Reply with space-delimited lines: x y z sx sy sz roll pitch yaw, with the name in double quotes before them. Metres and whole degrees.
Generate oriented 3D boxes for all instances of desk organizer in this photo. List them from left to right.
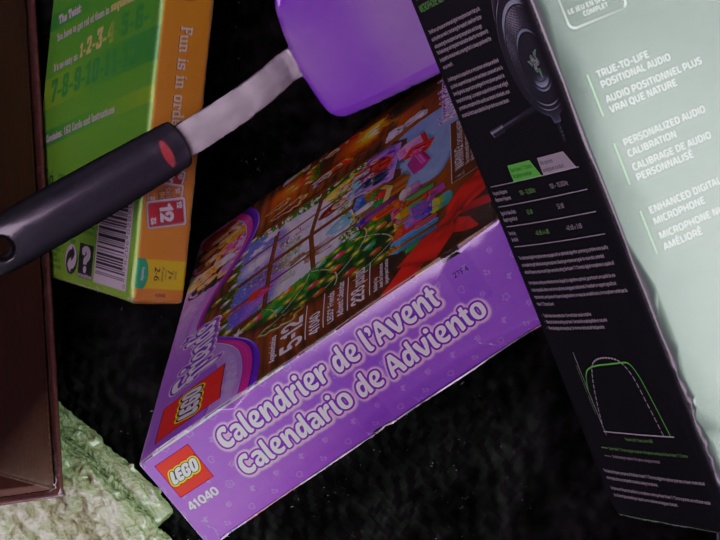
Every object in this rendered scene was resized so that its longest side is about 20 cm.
"desk organizer" -0.162 -0.015 0.865 0.071 0.077 0.201 -10 75 17

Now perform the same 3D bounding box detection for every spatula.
"spatula" -0.051 -0.054 0.823 0.200 0.021 0.057 -32 109 -15

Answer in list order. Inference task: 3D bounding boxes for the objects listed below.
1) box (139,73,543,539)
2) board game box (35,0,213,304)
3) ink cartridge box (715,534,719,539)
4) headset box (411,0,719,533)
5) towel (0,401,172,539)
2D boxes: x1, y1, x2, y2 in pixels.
"box" 0.000 0.000 0.791 0.137 0.200 0.039 -35 106 13
"board game box" -0.086 -0.093 0.869 0.095 0.030 0.201 14 101 58
"ink cartridge box" 0.220 0.027 0.779 0.199 0.043 0.199 3 117 13
"headset box" 0.124 -0.054 0.657 0.174 0.093 0.201 -22 93 -15
"towel" -0.179 0.091 0.926 0.200 0.036 0.148 43 101 9
